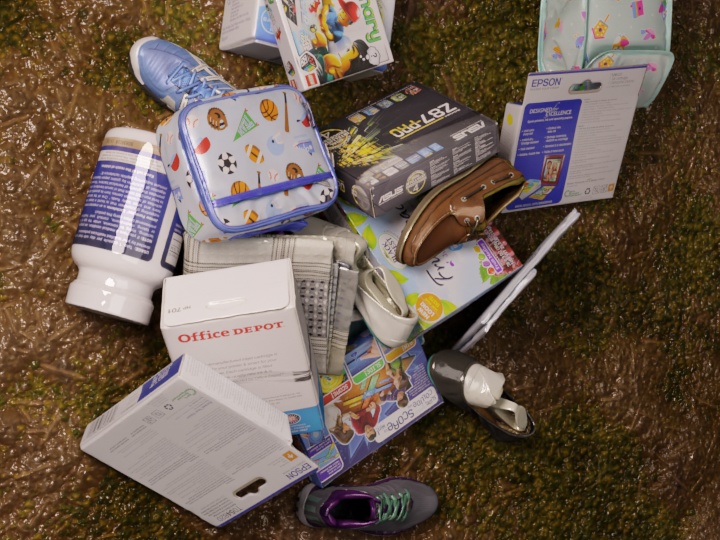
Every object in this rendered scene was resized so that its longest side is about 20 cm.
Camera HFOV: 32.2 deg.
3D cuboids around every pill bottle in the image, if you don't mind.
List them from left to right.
[{"bbox_3d":[-0.252,-0.047,1.375,0.115,0.116,0.201,20,81,-28],"label":"pill bottle"}]

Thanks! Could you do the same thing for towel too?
[{"bbox_3d":[-0.104,0.043,1.422,0.199,0.035,0.193,1,120,-8],"label":"towel"}]

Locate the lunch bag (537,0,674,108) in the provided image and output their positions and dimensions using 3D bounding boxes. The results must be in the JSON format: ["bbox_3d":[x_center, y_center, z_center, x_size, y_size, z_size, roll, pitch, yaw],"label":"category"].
[{"bbox_3d":[0.335,-0.315,1.700,0.170,0.122,0.201,-8,103,-31],"label":"lunch bag"}]

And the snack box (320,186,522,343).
[{"bbox_3d":[0.076,-0.039,1.550,0.168,0.068,0.200,-30,82,-25],"label":"snack box"}]

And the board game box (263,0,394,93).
[{"bbox_3d":[-0.048,-0.315,1.415,0.126,0.035,0.201,-23,101,-27],"label":"board game box"}]

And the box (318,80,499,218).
[{"bbox_3d":[0.043,-0.150,1.513,0.200,0.161,0.049,-29,133,-25],"label":"box"}]

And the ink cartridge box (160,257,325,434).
[{"bbox_3d":[-0.127,0.095,1.381,0.146,0.086,0.201,-8,130,2],"label":"ink cartridge box"}]

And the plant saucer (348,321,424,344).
[{"bbox_3d":[-0.011,0.096,1.565,0.199,0.019,0.070,-23,102,-26],"label":"plant saucer"}]

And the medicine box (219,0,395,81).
[{"bbox_3d":[-0.057,-0.346,1.489,0.181,0.103,0.201,9,87,-29],"label":"medicine box"}]

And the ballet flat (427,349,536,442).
[{"bbox_3d":[0.166,0.160,1.609,0.200,0.068,0.068,41,62,-40],"label":"ballet flat"}]

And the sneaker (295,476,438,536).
[{"bbox_3d":[0.023,0.300,1.545,0.199,0.087,0.075,2,89,-29],"label":"sneaker"}]

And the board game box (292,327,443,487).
[{"bbox_3d":[-0.001,0.157,1.544,0.200,0.034,0.136,-31,112,-25],"label":"board game box"}]

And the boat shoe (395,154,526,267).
[{"bbox_3d":[0.123,-0.070,1.489,0.200,0.068,0.072,-46,154,-25],"label":"boat shoe"}]

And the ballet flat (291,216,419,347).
[{"bbox_3d":[0.000,0.000,1.478,0.069,0.069,0.200,-36,82,-24],"label":"ballet flat"}]

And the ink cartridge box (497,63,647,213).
[{"bbox_3d":[0.274,-0.182,1.661,0.197,0.047,0.201,-8,121,-28],"label":"ink cartridge box"}]

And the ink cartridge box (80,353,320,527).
[{"bbox_3d":[-0.175,0.193,1.382,0.200,0.199,0.041,37,39,-24],"label":"ink cartridge box"}]

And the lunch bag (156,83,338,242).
[{"bbox_3d":[-0.116,-0.114,1.356,0.200,0.075,0.161,-18,86,-42],"label":"lunch bag"}]

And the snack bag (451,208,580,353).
[{"bbox_3d":[0.197,0.021,1.589,0.021,0.189,0.200,40,73,5],"label":"snack bag"}]

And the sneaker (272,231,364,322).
[{"bbox_3d":[-0.067,0.009,1.500,0.200,0.073,0.115,2,85,-25],"label":"sneaker"}]

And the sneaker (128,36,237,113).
[{"bbox_3d":[-0.177,-0.203,1.438,0.200,0.077,0.076,35,76,-23],"label":"sneaker"}]
